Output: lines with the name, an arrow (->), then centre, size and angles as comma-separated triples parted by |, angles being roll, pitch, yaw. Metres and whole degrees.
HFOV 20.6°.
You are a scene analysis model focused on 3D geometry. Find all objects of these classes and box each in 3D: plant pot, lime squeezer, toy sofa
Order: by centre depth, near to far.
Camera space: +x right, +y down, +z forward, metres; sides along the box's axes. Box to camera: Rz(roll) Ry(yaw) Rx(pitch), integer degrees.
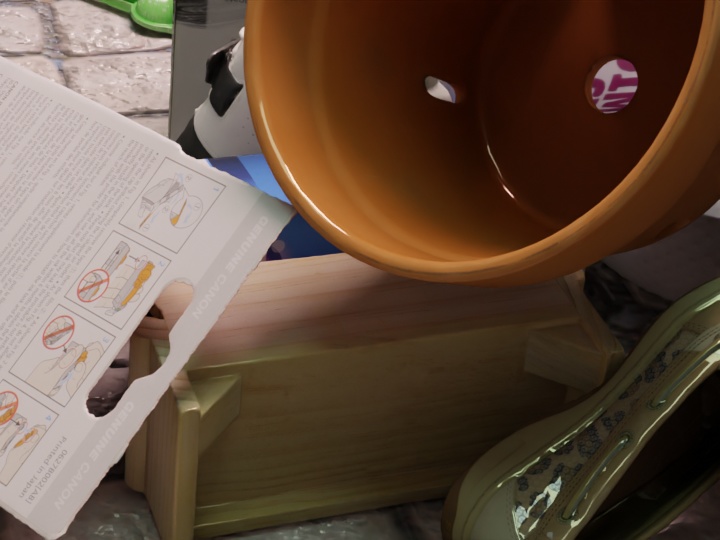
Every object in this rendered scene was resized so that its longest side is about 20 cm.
plant pot -> 0.074, -0.086, 0.774 | 0.199, 0.201, 0.140 | 28, 8, 33
toy sofa -> 0.001, 0.049, 0.828 | 0.199, 0.083, 0.098 | -7, 36, -19
lime squeezer -> -0.117, -0.173, 1.205 | 0.199, 0.071, 0.038 | -8, 35, 42

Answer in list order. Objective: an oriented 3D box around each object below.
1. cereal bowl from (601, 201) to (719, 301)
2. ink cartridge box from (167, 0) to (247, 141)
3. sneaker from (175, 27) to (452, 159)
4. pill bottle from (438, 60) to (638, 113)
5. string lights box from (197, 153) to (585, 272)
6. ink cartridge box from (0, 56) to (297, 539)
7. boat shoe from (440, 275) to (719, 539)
cereal bowl -> 0.191, -0.035, 0.997 | 0.198, 0.084, 0.201 | 3, 31, -2
ink cartridge box -> -0.019, -0.153, 1.050 | 0.146, 0.201, 0.083 | 12, 28, 10
sneaker -> -0.034, -0.087, 0.935 | 0.074, 0.089, 0.199 | -3, -13, -42
pill bottle -> 0.117, -0.132, 0.957 | 0.198, 0.114, 0.114 | -6, 32, -16
string lights box -> 0.000, 0.000, 0.891 | 0.199, 0.103, 0.059 | -7, 31, -19
ink cartridge box -> -0.130, 0.012, 0.812 | 0.199, 0.050, 0.161 | 27, 76, 35
boat shoe -> 0.127, 0.068, 0.791 | 0.200, 0.074, 0.063 | -36, 40, -11
